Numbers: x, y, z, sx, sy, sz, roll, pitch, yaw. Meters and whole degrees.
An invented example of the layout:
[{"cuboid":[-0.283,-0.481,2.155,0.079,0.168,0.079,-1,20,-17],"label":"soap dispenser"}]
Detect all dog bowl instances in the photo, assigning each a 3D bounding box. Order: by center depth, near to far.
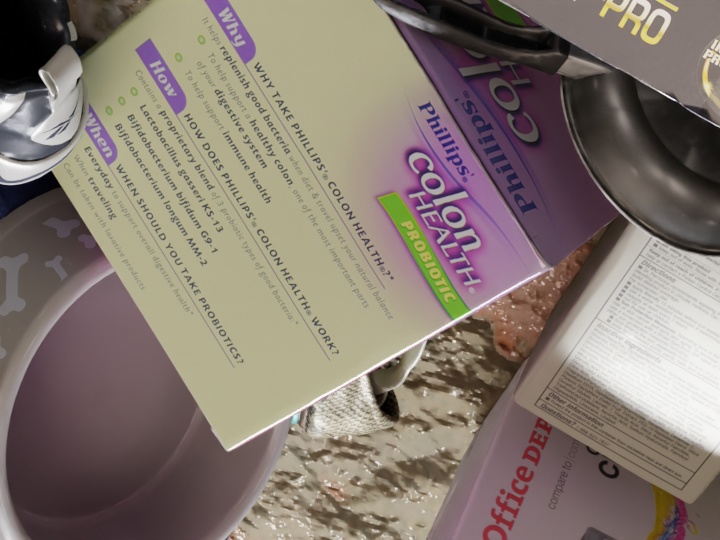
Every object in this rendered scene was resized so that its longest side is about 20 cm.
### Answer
[{"cuboid":[-0.113,0.060,1.040,0.058,0.200,0.201,23,140,44],"label":"dog bowl"}]

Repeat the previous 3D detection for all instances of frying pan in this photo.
[{"cuboid":[0.101,-0.086,0.866,0.190,0.115,0.031,41,142,-9],"label":"frying pan"}]

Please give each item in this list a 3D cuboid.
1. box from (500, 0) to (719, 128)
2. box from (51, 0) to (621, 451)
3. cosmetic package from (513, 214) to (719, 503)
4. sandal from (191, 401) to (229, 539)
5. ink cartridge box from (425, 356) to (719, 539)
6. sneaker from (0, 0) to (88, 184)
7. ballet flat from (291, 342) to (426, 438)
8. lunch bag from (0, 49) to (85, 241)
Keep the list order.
[{"cuboid":[0.098,-0.128,0.827,0.161,0.200,0.049,32,114,-1],"label":"box"},{"cuboid":[-0.015,-0.051,0.934,0.200,0.097,0.177,-31,92,40],"label":"box"},{"cuboid":[0.158,0.003,0.995,0.103,0.073,0.200,30,133,0],"label":"cosmetic package"},{"cuboid":[-0.102,0.102,1.196,0.059,0.079,0.208,16,134,9],"label":"sandal"},{"cuboid":[0.133,0.156,1.082,0.199,0.148,0.086,29,134,-1],"label":"ink cartridge box"},{"cuboid":[-0.181,-0.122,0.858,0.199,0.079,0.130,47,159,-3],"label":"sneaker"},{"cuboid":[0.000,0.000,1.080,0.075,0.068,0.201,-1,129,0],"label":"ballet flat"},{"cuboid":[-0.190,-0.017,1.101,0.135,0.132,0.201,19,125,24],"label":"lunch bag"}]
